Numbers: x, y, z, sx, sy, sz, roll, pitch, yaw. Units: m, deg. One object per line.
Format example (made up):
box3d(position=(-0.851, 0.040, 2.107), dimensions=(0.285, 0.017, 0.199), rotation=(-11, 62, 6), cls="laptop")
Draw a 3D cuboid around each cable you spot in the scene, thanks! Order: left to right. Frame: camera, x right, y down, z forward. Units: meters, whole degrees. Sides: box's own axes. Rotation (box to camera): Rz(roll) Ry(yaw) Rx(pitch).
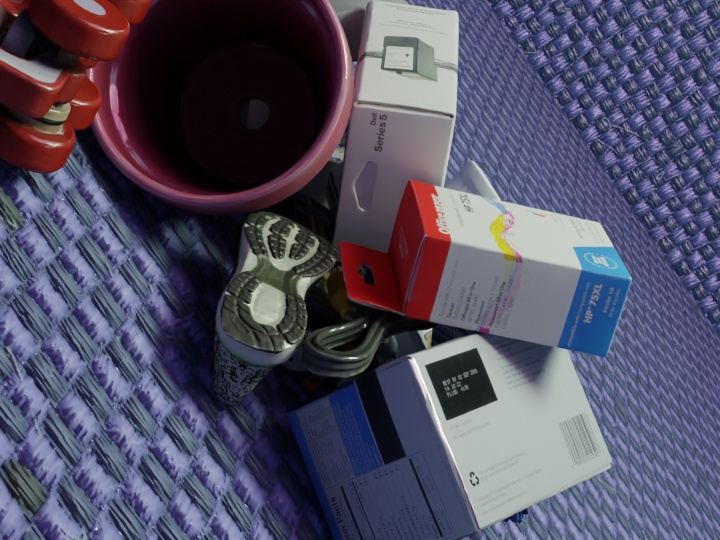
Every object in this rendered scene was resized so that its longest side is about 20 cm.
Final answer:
box3d(position=(0.010, 0.046, 1.173), dimensions=(0.096, 0.051, 0.200), rotation=(20, 26, 1), cls="cable")

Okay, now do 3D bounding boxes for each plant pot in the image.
box3d(position=(-0.100, -0.136, 1.246), dimensions=(0.201, 0.199, 0.179), rotation=(58, 1, 7), cls="plant pot")

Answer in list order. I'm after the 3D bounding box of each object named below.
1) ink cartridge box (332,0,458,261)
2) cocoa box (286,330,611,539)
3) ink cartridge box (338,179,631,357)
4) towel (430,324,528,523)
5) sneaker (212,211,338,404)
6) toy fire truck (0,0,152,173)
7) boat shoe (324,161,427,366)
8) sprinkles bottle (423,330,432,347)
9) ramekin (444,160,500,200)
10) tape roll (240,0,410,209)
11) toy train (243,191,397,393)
box3d(position=(0.030, -0.114, 1.319), dimensions=(0.201, 0.083, 0.147), rotation=(-83, -179, -57), cls="ink cartridge box")
box3d(position=(0.068, 0.125, 1.188), dimensions=(0.199, 0.131, 0.134), rotation=(-13, 79, -52), cls="cocoa box")
box3d(position=(0.089, -0.007, 1.188), dimensions=(0.198, 0.068, 0.116), rotation=(12, 21, -10), cls="ink cartridge box")
box3d(position=(0.102, 0.097, 1.341), dimensions=(0.024, 0.202, 0.145), rotation=(-9, 24, -28), cls="towel")
box3d(position=(-0.076, 0.026, 1.173), dimensions=(0.076, 0.089, 0.200), rotation=(29, 30, -3), cls="sneaker")
box3d(position=(-0.242, -0.166, 1.059), dimensions=(0.167, 0.113, 0.200), rotation=(28, 23, -8), cls="toy fire truck")
box3d(position=(0.000, 0.000, 1.411), dimensions=(0.072, 0.062, 0.202), rotation=(36, 34, -68), cls="boat shoe")
box3d(position=(0.103, 0.122, 1.431), dimensions=(0.068, 0.068, 0.200), rotation=(32, 15, -52), cls="sprinkles bottle")
box3d(position=(0.130, -0.006, 1.694), dimensions=(0.202, 0.097, 0.200), rotation=(59, 4, -6), cls="ramekin")
box3d(position=(-0.017, -0.158, 1.448), dimensions=(0.200, 0.200, 0.066), rotation=(42, 10, -37), cls="tape roll")
box3d(position=(-0.038, 0.019, 1.302), dimensions=(0.113, 0.085, 0.201), rotation=(30, 31, -29), cls="toy train")
